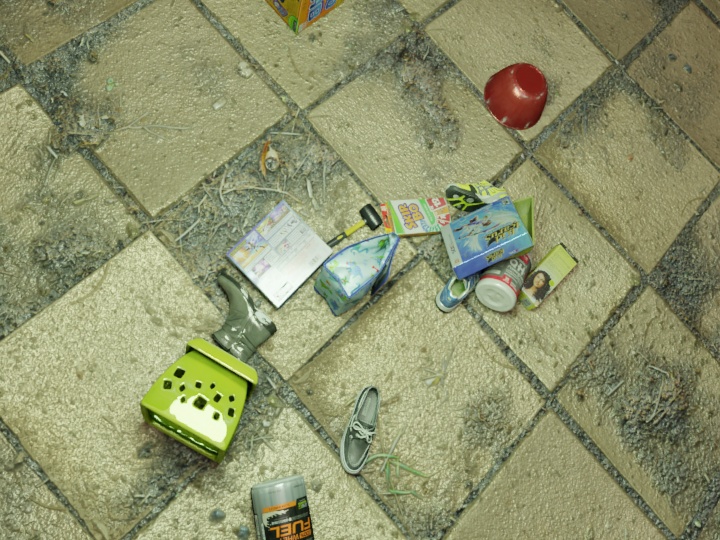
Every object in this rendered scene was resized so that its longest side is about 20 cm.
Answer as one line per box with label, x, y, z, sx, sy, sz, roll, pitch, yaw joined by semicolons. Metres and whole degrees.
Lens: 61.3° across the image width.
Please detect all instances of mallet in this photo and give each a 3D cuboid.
mallet;-0.038;-0.106;1.568;0.197;0.041;0.067;-27;82;-16

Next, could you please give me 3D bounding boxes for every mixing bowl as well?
mixing bowl;0.475;-0.531;1.790;0.195;0.108;0.205;4;73;-14

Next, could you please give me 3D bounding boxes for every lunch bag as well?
lunch bag;0.000;0.000;1.470;0.199;0.170;0.128;-39;85;-23

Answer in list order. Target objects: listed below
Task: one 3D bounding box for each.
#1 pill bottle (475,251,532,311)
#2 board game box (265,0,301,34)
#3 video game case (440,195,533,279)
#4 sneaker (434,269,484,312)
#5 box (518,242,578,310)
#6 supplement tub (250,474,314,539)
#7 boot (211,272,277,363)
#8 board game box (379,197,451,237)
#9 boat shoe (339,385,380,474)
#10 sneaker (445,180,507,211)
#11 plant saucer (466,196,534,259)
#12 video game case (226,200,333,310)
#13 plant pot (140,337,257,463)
pill bottle;0.385;-0.002;1.595;0.110;0.111;0.202;34;59;-2
board game box;-0.159;-0.832;1.670;0.199;0.200;0.200;-42;87;-21
video game case;0.309;-0.086;1.521;0.197;0.046;0.183;-26;34;13
sneaker;0.276;0.027;1.582;0.075;0.077;0.201;40;65;2
box;0.506;0.015;1.659;0.075;0.050;0.200;47;68;2
supplement tub;-0.161;0.547;1.285;0.120;0.123;0.205;-9;76;-16
boot;-0.300;0.112;1.418;0.130;0.068;0.200;-41;85;-16
board game box;0.150;-0.142;1.618;0.196;0.030;0.098;-7;75;-22
boat shoe;0.006;0.368;1.412;0.072;0.068;0.203;23;69;-6
sneaker;0.319;-0.209;1.676;0.196;0.075;0.078;13;62;-21
plant saucer;0.361;-0.089;1.579;0.048;0.196;0.202;56;33;-32
video game case;-0.197;-0.038;1.491;0.181;0.045;0.200;45;73;2
plant pot;-0.332;0.270;1.293;0.196;0.200;0.184;30;62;-3
